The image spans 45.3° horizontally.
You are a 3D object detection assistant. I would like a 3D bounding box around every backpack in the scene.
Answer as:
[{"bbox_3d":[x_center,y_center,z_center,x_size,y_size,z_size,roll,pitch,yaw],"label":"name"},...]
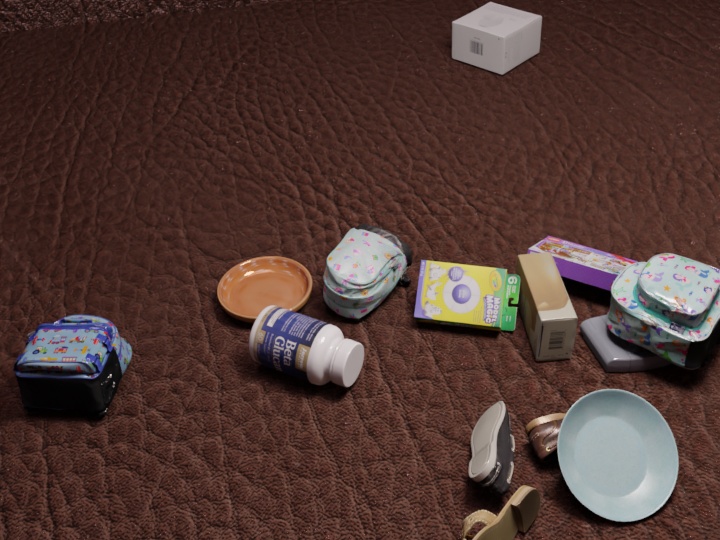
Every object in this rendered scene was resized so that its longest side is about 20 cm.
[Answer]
[{"bbox_3d":[0.549,0.063,1.555,0.198,0.153,0.177,20,44,34],"label":"backpack"},{"bbox_3d":[-0.519,0.154,1.588,0.178,0.137,0.202,3,35,7],"label":"backpack"},{"bbox_3d":[0.000,0.000,1.746,0.164,0.128,0.200,20,46,23],"label":"backpack"}]

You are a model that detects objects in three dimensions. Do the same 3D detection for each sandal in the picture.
[{"bbox_3d":[0.186,0.392,1.291,0.069,0.079,0.210,5,28,44],"label":"sandal"}]

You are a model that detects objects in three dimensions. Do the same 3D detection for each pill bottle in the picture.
[{"bbox_3d":[-0.097,0.144,1.582,0.197,0.113,0.111,16,42,24],"label":"pill bottle"}]

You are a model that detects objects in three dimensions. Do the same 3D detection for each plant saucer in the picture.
[{"bbox_3d":[-0.196,0.045,1.778,0.195,0.038,0.202,-2,38,1],"label":"plant saucer"},{"bbox_3d":[0.400,0.291,1.362,0.196,0.039,0.205,2,72,-6],"label":"plant saucer"}]

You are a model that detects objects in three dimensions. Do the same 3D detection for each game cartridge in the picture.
[{"bbox_3d":[0.529,0.126,1.615,0.196,0.042,0.134,-12,34,-10],"label":"game cartridge"}]

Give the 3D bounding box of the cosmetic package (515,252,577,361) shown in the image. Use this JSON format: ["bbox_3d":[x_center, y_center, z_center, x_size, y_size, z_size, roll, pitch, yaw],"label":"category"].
[{"bbox_3d":[0.350,0.067,1.650,0.069,0.107,0.202,-4,36,-2],"label":"cosmetic package"}]

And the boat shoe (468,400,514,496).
[{"bbox_3d":[0.223,0.289,1.411,0.060,0.074,0.201,42,24,-7],"label":"boat shoe"}]

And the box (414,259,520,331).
[{"bbox_3d":[0.209,0.050,1.680,0.196,0.048,0.120,6,79,11],"label":"box"}]

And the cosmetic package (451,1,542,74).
[{"bbox_3d":[0.412,-0.706,2.616,0.198,0.125,0.199,29,49,35],"label":"cosmetic package"}]

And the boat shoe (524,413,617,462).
[{"bbox_3d":[0.374,0.266,1.424,0.196,0.071,0.071,-17,43,-5],"label":"boat shoe"}]

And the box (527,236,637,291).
[{"bbox_3d":[0.452,-0.014,1.761,0.197,0.040,0.136,19,22,26],"label":"box"}]
